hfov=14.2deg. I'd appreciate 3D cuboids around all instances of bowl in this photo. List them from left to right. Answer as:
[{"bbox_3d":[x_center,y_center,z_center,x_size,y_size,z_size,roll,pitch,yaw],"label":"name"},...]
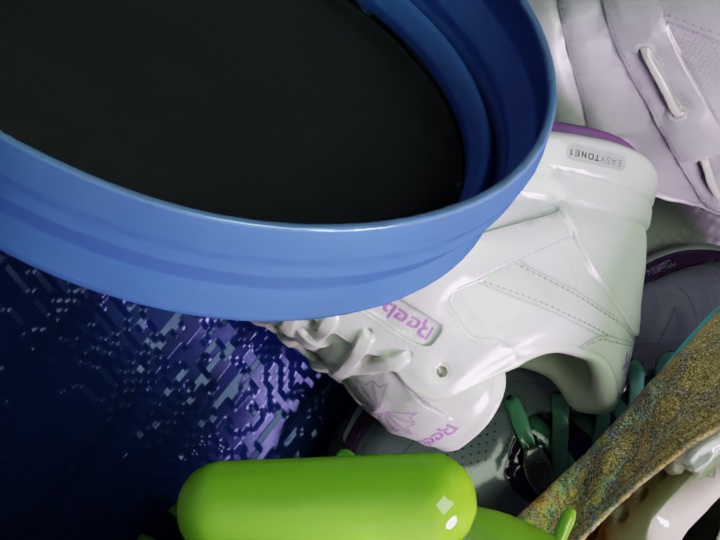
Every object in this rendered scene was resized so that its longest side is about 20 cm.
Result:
[{"bbox_3d":[-0.047,-0.061,0.765,0.200,0.201,0.039,-11,136,-37],"label":"bowl"}]

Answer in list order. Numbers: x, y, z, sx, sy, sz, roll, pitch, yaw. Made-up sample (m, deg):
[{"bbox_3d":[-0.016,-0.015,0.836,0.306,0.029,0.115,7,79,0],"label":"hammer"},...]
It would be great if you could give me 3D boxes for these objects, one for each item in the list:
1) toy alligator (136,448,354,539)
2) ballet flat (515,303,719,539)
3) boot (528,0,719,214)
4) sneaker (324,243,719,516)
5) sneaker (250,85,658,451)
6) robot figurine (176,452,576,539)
[{"bbox_3d":[-0.063,0.131,0.828,0.054,0.059,0.200,25,73,9],"label":"toy alligator"},{"bbox_3d":[0.078,0.089,0.864,0.071,0.071,0.200,33,107,-33],"label":"ballet flat"},{"bbox_3d":[0.108,-0.051,0.948,0.200,0.095,0.074,58,25,-57],"label":"boot"},{"bbox_3d":[0.079,0.039,0.912,0.200,0.087,0.075,-28,107,-34],"label":"sneaker"},{"bbox_3d":[0.000,0.000,0.839,0.199,0.075,0.100,5,82,-24],"label":"sneaker"},{"bbox_3d":[0.000,0.134,0.753,0.200,0.115,0.176,-26,119,-43],"label":"robot figurine"}]
